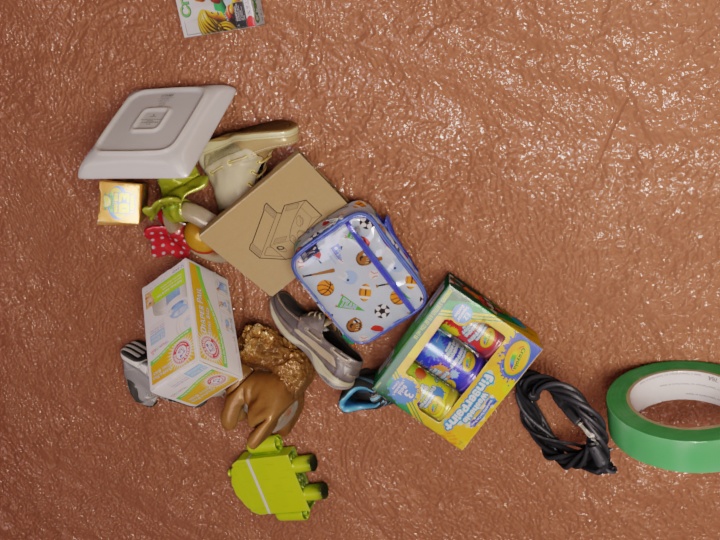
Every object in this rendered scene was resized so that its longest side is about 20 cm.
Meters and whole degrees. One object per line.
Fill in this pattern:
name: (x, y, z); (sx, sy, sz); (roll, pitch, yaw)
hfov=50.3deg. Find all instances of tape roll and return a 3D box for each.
tape roll: (0.426, 0.186, 1.001); (0.199, 0.200, 0.048); (-2, 113, 24)

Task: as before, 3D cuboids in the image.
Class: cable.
cable: (0.278, 0.216, 1.104); (0.164, 0.051, 0.200); (58, 164, -14)

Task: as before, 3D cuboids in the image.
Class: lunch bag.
lunch bag: (0.000, 0.000, 1.148); (0.160, 0.076, 0.200); (-32, 111, 14)

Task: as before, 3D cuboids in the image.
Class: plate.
plate: (-0.308, -0.216, 1.149); (0.199, 0.201, 0.032); (2, 141, 23)

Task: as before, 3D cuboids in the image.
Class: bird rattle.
bird rattle: (-0.274, -0.061, 1.220); (0.163, 0.113, 0.200); (29, 144, 8)

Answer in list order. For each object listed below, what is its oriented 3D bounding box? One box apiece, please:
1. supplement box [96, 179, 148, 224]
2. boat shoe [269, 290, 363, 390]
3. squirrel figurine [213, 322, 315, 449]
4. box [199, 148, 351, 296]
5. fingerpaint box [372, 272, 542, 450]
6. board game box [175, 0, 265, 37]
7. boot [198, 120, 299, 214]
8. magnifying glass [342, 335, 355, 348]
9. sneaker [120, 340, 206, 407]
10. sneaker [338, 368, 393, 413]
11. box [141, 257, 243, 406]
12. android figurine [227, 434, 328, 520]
supplement box: (-0.373, -0.109, 1.213); (0.068, 0.200, 0.067); (4, 97, -11)
boat shoe: (-0.066, 0.100, 1.244); (0.200, 0.074, 0.073); (46, 111, 14)
squirrel figurine: (-0.185, 0.177, 1.318); (0.186, 0.141, 0.201); (35, 107, 18)
box: (-0.115, -0.066, 1.156); (0.200, 0.021, 0.163); (-37, 125, 14)
fingerpaint box: (0.141, 0.135, 1.136); (0.166, 0.073, 0.200); (35, 105, -3)
board game box: (-0.217, -0.446, 1.100); (0.126, 0.035, 0.201); (-1, 111, 24)
boot: (-0.159, -0.141, 1.181); (0.199, 0.073, 0.156); (-7, 108, 32)
magnifying glass: (-0.013, 0.098, 1.258); (0.079, 0.022, 0.201); (21, 117, 14)
sneaker: (-0.367, 0.222, 1.438); (0.199, 0.075, 0.116); (30, 125, 21)
sneaker: (0.056, 0.190, 1.230); (0.199, 0.082, 0.074); (-20, 101, 27)
box: (-0.276, 0.101, 1.249); (0.112, 0.101, 0.201); (-31, 53, 22)
android figurine: (-0.160, 0.393, 1.434); (0.199, 0.041, 0.183); (-14, 106, 27)
